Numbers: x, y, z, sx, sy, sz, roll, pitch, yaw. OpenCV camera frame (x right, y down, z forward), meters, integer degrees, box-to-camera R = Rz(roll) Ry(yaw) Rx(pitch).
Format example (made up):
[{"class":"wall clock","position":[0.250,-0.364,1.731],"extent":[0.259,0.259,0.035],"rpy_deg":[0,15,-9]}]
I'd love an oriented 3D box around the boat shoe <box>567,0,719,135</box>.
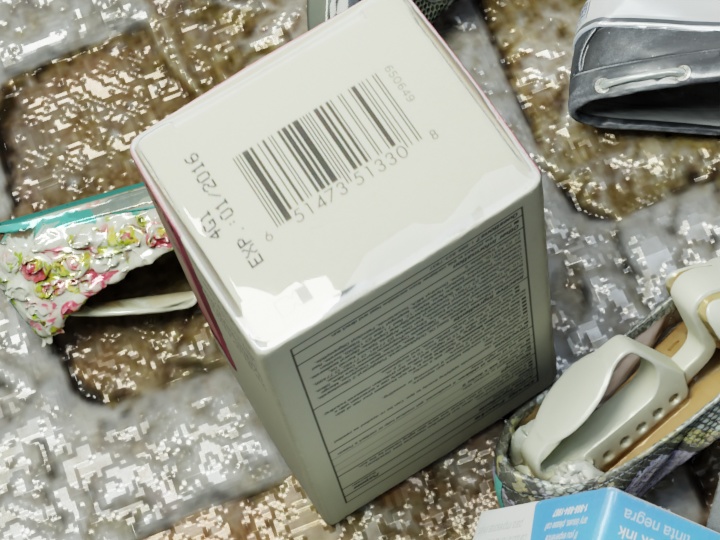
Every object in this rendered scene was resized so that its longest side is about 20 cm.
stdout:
[{"class":"boat shoe","position":[0.192,-0.084,0.943],"extent":[0.198,0.072,0.068],"rpy_deg":[7,65,12]}]

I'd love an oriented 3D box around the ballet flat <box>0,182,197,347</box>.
[{"class":"ballet flat","position":[-0.074,-0.019,0.956],"extent":[0.198,0.076,0.064],"rpy_deg":[-18,96,3]}]

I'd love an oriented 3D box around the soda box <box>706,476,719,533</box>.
[{"class":"soda box","position":[0.165,0.164,0.827],"extent":[0.063,0.071,0.201],"rpy_deg":[4,64,36]}]

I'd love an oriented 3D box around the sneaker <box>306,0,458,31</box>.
[{"class":"sneaker","position":[0.052,-0.170,0.980],"extent":[0.114,0.076,0.200],"rpy_deg":[8,59,42]}]

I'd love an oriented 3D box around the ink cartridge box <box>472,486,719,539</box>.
[{"class":"ink cartridge box","position":[0.070,0.192,0.763],"extent":[0.083,0.145,0.202],"rpy_deg":[23,75,-12]}]

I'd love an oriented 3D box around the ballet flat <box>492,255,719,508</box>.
[{"class":"ballet flat","position":[0.136,0.039,0.876],"extent":[0.200,0.072,0.072],"rpy_deg":[-39,67,-1]}]

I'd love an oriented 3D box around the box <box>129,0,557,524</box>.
[{"class":"box","position":[0.000,0.000,0.856],"extent":[0.127,0.200,0.109],"rpy_deg":[-31,66,-8]}]
